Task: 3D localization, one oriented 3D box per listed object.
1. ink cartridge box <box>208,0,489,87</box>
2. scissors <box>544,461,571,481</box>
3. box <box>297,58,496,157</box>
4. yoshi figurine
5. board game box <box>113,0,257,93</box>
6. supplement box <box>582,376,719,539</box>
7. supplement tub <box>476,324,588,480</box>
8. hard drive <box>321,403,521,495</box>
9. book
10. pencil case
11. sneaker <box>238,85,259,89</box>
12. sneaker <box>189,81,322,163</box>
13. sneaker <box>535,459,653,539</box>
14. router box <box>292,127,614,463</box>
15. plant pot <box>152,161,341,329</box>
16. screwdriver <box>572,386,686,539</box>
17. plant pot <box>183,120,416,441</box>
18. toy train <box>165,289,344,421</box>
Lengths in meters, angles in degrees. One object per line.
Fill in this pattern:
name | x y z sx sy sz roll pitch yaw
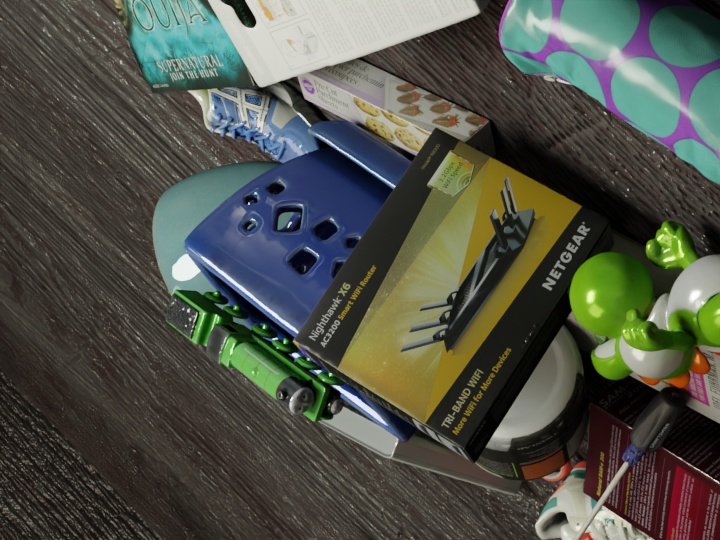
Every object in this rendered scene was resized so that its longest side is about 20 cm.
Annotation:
ink cartridge box | -0.025 -0.231 1.077 0.199 0.047 0.161 -14 119 33
scissors | 0.160 0.192 1.533 0.073 0.014 0.200 56 157 6
box | 0.027 -0.134 1.254 0.200 0.039 0.042 31 151 37
yoshi figurine | 0.211 0.014 1.022 0.200 0.112 0.113 -35 59 52
board game box | -0.152 -0.220 1.281 0.200 0.028 0.136 6 123 57
supplement box | 0.277 0.180 1.231 0.200 0.061 0.109 32 140 35
supplement tub | 0.134 0.110 1.296 0.122 0.123 0.200 41 172 20
hard drive | 0.059 0.182 1.558 0.199 0.027 0.132 24 179 -43
book | 0.240 0.050 1.152 0.200 0.048 0.134 28 154 38
pencil case | 0.185 -0.119 0.929 0.200 0.085 0.093 38 139 27
sneaker | -0.109 -0.233 1.309 0.085 0.077 0.201 25 148 37
sneaker | -0.102 -0.145 1.425 0.200 0.077 0.076 42 155 14
sneaker | 0.237 0.233 1.364 0.199 0.093 0.071 7 133 59
router box | 0.070 0.016 1.122 0.157 0.201 0.052 30 170 22
plant pot | -0.084 -0.027 1.472 0.134 0.200 0.201 -29 104 29
screwdriver | 0.208 0.165 1.218 0.028 0.029 0.201 48 132 25
plant pot | 0.000 0.000 1.285 0.200 0.180 0.200 36 171 25
toy train | -0.088 0.065 1.207 0.200 0.056 0.042 32 108 43
